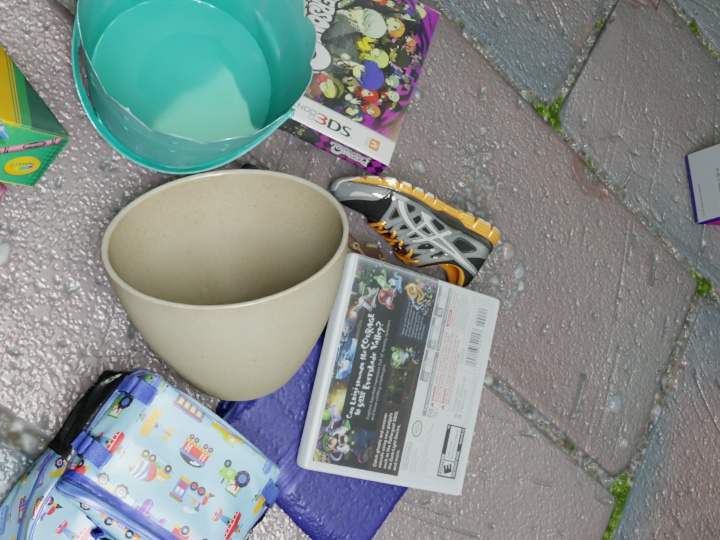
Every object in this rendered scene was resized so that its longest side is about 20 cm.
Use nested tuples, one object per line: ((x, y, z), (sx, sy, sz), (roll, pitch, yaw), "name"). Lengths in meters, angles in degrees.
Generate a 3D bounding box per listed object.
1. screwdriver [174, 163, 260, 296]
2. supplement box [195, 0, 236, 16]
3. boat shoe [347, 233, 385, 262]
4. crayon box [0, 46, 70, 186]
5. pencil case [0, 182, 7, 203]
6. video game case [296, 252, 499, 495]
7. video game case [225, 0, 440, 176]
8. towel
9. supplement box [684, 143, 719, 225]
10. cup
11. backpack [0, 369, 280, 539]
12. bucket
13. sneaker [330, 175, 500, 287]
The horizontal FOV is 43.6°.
((-0.147, -0.020, 0.843), (0.028, 0.029, 0.201), (37, 62, -20), "screwdriver")
((-0.133, -0.353, 0.816), (0.196, 0.200, 0.134), (27, 68, -25), "supplement box")
((0.000, 0.000, 0.908), (0.200, 0.072, 0.072), (43, 63, -11), "boat shoe")
((-0.324, -0.132, 0.653), (0.119, 0.058, 0.200), (49, 17, 19), "crayon box")
((-0.371, -0.083, 0.683), (0.200, 0.087, 0.088), (37, 63, -22), "pencil case")
((0.041, 0.103, 0.866), (0.181, 0.023, 0.202), (17, 82, -29), "video game case")
((-0.026, -0.223, 0.936), (0.180, 0.036, 0.201), (25, 68, -13), "video game case")
((-0.040, 0.163, 0.866), (0.200, 0.049, 0.148), (48, 67, -15), "towel")
((0.567, -0.121, 1.269), (0.199, 0.103, 0.102), (0, 79, -34), "supplement box")
((-0.106, 0.025, 0.770), (0.200, 0.200, 0.144), (-31, 135, -33), "cup")
((-0.185, 0.200, 0.714), (0.183, 0.134, 0.200), (45, 64, -16), "backpack")
((-0.150, -0.187, 0.790), (0.205, 0.135, 0.209), (3, 78, -17), "bucket")
((0.055, -0.044, 0.951), (0.199, 0.078, 0.078), (23, 89, -19), "sneaker")
